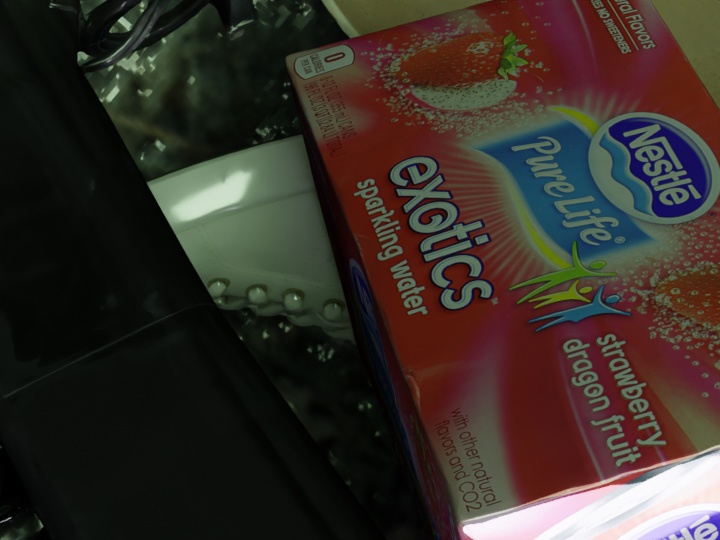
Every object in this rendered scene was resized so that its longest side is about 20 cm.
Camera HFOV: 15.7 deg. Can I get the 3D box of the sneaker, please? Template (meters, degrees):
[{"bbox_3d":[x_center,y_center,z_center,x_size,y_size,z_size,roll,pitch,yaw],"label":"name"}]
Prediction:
[{"bbox_3d":[0.000,0.000,0.759,0.199,0.073,0.085,-11,90,-17],"label":"sneaker"}]

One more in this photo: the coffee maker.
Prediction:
[{"bbox_3d":[-0.063,0.041,0.631,0.192,0.135,0.200,-34,77,0],"label":"coffee maker"}]

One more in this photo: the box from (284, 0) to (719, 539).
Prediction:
[{"bbox_3d":[0.054,0.019,0.637,0.099,0.200,0.096,-16,126,-3],"label":"box"}]

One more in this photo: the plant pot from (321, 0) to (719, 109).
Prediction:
[{"bbox_3d":[0.077,-0.151,0.738,0.200,0.135,0.201,1,122,1],"label":"plant pot"}]
